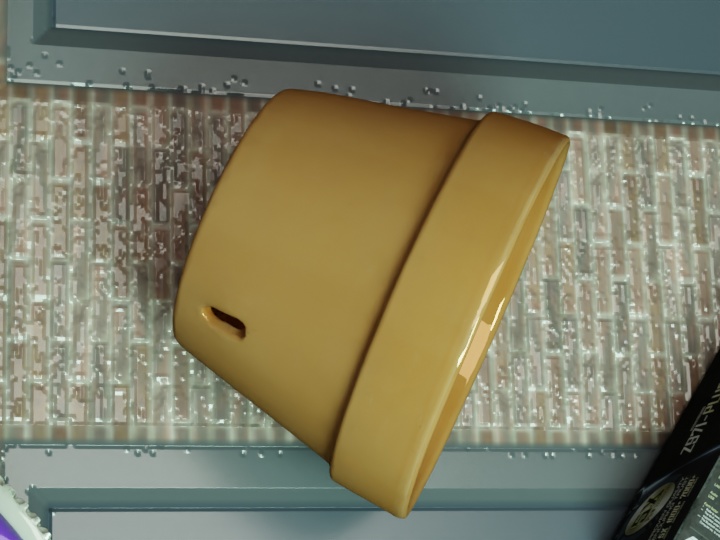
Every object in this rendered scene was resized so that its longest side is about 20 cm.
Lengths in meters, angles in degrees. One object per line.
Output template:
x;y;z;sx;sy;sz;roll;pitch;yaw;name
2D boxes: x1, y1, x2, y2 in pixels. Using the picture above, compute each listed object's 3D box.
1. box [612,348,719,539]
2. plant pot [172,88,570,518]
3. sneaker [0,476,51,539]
0.258;0.144;0.989;0.200;0.086;0.164;36;70;-7;box
0.000;0.000;0.898;0.140;0.200;0.201;24;71;6;plant pot
-0.220;0.116;0.865;0.200;0.070;0.100;46;76;1;sneaker
